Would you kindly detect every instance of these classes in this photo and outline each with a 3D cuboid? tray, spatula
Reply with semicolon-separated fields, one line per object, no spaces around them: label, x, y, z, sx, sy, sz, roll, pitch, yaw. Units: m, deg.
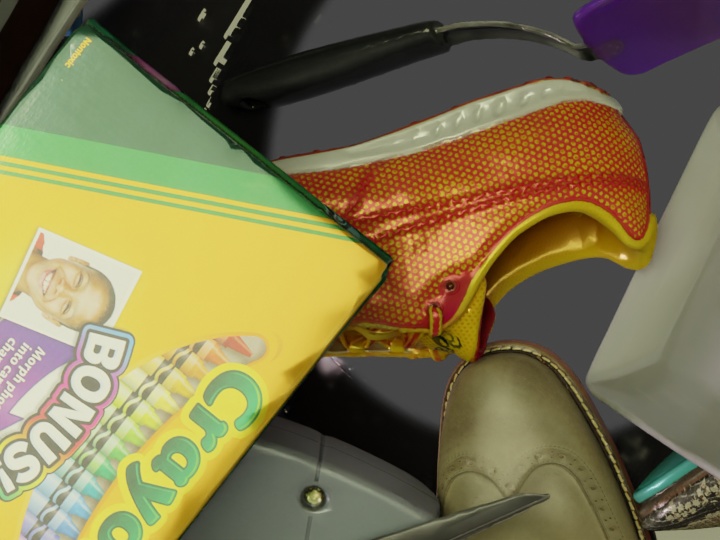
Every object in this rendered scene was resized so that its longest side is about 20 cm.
tray;0.126;0.010;0.786;0.022;0.200;0.108;24;93;-15
spatula;0.041;-0.075;0.872;0.199;0.056;0.021;-8;68;26

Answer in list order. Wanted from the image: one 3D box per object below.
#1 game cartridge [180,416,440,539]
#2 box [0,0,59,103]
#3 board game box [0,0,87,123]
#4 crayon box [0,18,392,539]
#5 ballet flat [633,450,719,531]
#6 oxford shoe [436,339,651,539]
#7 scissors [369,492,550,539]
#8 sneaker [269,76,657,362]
game cartridge;-0.079;0.104;0.860;0.199;0.042;0.134;10;100;-1
box;-0.219;-0.113;0.822;0.199;0.166;0.165;19;69;18
board game box;-0.210;-0.070;0.908;0.199;0.026;0.201;25;72;19
crayon box;-0.096;0.040;0.798;0.119;0.058;0.200;38;88;1
ballet flat;0.175;0.024;0.829;0.075;0.068;0.200;41;93;2
oxford shoe;0.059;0.120;0.842;0.070;0.075;0.201;-12;83;14
scissors;-0.036;0.112;0.839;0.199;0.014;0.074;-7;102;2
sneaker;0.000;0.000;0.855;0.199;0.073;0.078;-20;73;5
